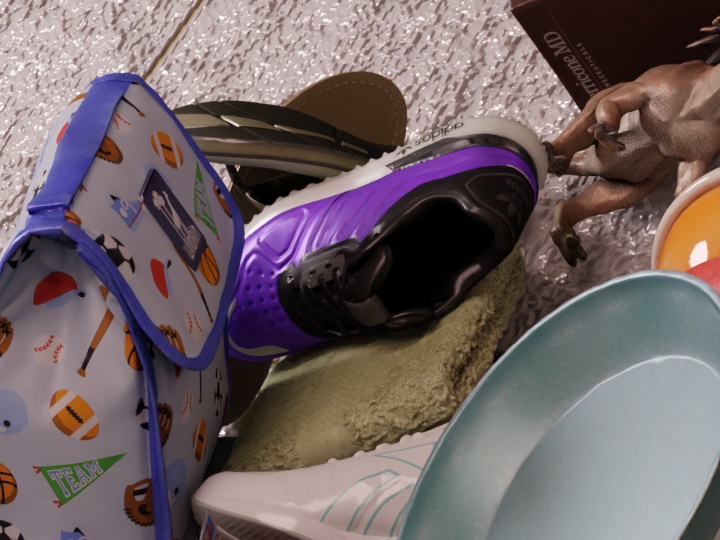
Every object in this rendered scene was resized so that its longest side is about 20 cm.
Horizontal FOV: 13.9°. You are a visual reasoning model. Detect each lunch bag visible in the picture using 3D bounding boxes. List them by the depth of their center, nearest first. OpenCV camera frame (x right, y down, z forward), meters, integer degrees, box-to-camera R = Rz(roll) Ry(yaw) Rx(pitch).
[{"bbox_3d":[-0.122,0.027,1.409,0.124,0.200,0.170,2,28,7],"label":"lunch bag"}]

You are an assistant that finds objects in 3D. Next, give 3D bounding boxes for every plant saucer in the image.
[{"bbox_3d":[0.092,0.093,1.216,0.200,0.036,0.200,-40,29,27],"label":"plant saucer"}]

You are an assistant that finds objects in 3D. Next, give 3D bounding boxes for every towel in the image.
[{"bbox_3d":[0.011,0.050,1.477,0.148,0.036,0.200,-27,14,22],"label":"towel"}]

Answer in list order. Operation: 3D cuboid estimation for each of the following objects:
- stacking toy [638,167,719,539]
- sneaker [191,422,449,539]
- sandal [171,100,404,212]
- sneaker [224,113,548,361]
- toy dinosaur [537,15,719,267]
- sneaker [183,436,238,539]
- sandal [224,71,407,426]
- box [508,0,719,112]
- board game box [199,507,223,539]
[{"bbox_3d":[0.171,0.058,1.281,0.146,0.146,0.200,-4,34,30],"label":"stacking toy"},{"bbox_3d":[0.020,0.112,1.368,0.200,0.070,0.080,6,59,19],"label":"sneaker"},{"bbox_3d":[-0.014,-0.042,1.536,0.080,0.201,0.057,-114,41,-71],"label":"sandal"},{"bbox_3d":[0.000,-0.001,1.459,0.200,0.070,0.100,-31,25,25],"label":"sneaker"},{"bbox_3d":[0.156,-0.078,1.502,0.200,0.086,0.136,-14,29,46],"label":"toy dinosaur"},{"bbox_3d":[-0.094,0.123,1.520,0.200,0.079,0.078,-14,50,22],"label":"sneaker"},{"bbox_3d":[-0.051,-0.016,1.602,0.212,0.078,0.070,-62,12,-2],"label":"sandal"},{"bbox_3d":[0.184,-0.162,1.535,0.200,0.100,0.075,-17,51,23],"label":"box"},{"bbox_3d":[-0.012,0.165,1.353,0.158,0.200,0.039,11,58,19],"label":"board game box"}]
